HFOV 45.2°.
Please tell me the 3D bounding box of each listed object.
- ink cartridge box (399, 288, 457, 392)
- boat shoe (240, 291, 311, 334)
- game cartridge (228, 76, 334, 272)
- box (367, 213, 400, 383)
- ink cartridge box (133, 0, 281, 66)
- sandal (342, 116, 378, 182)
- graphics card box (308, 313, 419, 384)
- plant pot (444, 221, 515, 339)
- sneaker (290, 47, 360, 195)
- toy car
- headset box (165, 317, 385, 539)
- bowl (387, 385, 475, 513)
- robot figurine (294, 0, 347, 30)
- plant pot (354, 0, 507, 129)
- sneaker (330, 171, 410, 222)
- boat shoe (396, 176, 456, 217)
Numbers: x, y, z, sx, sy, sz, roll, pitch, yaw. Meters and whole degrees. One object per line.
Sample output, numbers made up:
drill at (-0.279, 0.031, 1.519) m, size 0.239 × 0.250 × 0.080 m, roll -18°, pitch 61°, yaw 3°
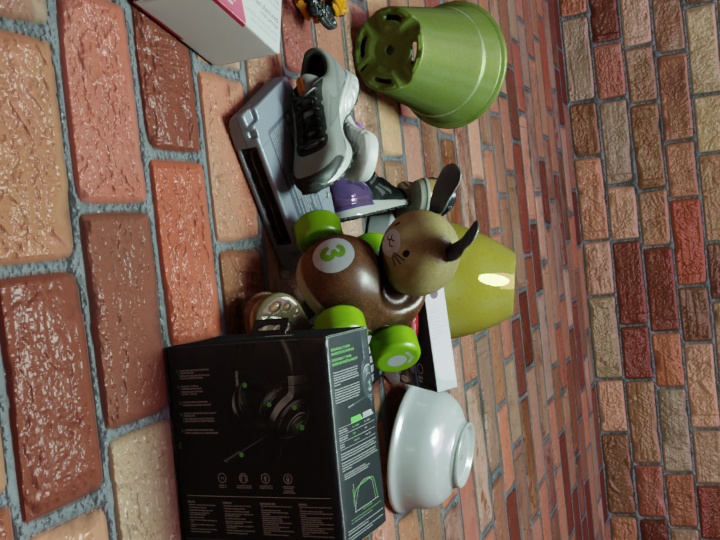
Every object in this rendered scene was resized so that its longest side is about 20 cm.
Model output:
ink cartridge box at (0.080, 0.060, 1.184) m, size 0.039 × 0.099 × 0.202 m, roll -10°, pitch 96°, yaw -27°
boat shoe at (-0.075, 0.110, 0.942) m, size 0.072 × 0.067 × 0.201 m, roll -33°, pitch 114°, yaw -28°
game cartridge at (-0.086, -0.116, 1.019) m, size 0.133 × 0.041 × 0.201 m, roll -66°, pitch 143°, yaw -55°
box at (0.045, 0.042, 1.277) m, size 0.156 × 0.041 × 0.201 m, roll 53°, pitch 40°, yaw -51°
ink cartridge box at (-0.145, -0.331, 0.864) m, size 0.145 × 0.084 × 0.202 m, roll 28°, pitch 60°, yaw -63°
sandal at (-0.010, -0.149, 1.068) m, size 0.203 × 0.049 × 0.083 m, roll -122°, pitch -132°, yaw -61°
graphics card box at (0.002, 0.080, 1.068) m, size 0.200 × 0.051 × 0.126 m, roll -42°, pitch 138°, yaw -43°
plant pot at (0.177, 0.020, 1.395) m, size 0.200 × 0.141 × 0.202 m, roll 3°, pitch 90°, yaw -80°
sneaker at (-0.053, -0.170, 0.990) m, size 0.079 × 0.074 × 0.201 m, roll 44°, pitch 39°, yaw -43°
toy car at (0.043, -0.019, 0.925) m, size 0.157 × 0.200 × 0.165 m, roll 21°, pitch 41°, yaw -38°
headset box at (-0.080, 0.146, 0.806) m, size 0.093 × 0.173 × 0.202 m, roll -6°, pitch 89°, yaw -65°
bowl at (0.114, 0.266, 1.282) m, size 0.201 × 0.090 × 0.203 m, roll 7°, pitch 90°, yaw -69°
robot figurine at (-0.069, -0.403, 1.086) m, size 0.200 × 0.058 × 0.146 m, roll 60°, pitch 34°, yaw -42°
plant pot at (0.091, -0.322, 1.314) m, size 0.189 × 0.199 × 0.202 m, roll -7°, pitch 91°, yaw -53°
sneaker at (0.010, -0.119, 1.195) m, size 0.200 × 0.075 × 0.088 m, roll -19°, pitch 97°, yaw -66°
boat shoe at (0.094, -0.103, 1.298) m, size 0.200 × 0.062 × 0.075 m, roll 170°, pitch -83°, yaw -78°
